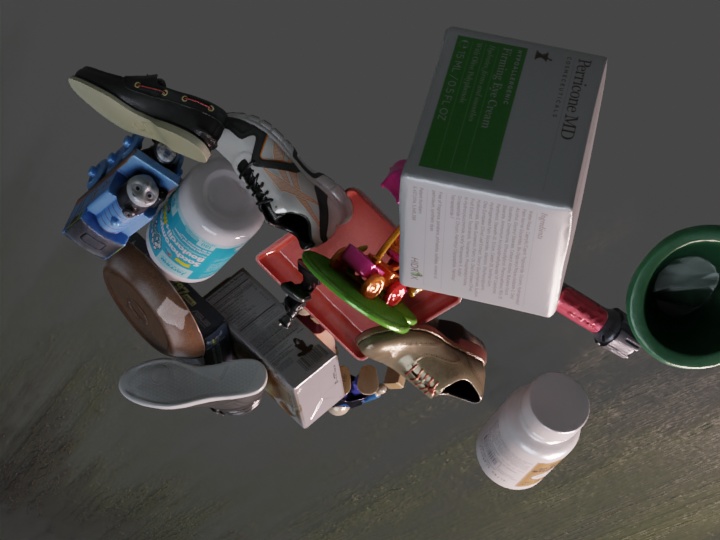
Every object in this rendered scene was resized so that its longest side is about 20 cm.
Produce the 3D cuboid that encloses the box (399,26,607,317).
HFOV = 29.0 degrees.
[{"bbox_3d":[0.142,-0.098,1.409,0.170,0.200,0.200,13,149,8],"label":"box"}]

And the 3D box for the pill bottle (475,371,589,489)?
[{"bbox_3d":[0.243,0.222,1.945,0.114,0.115,0.200,21,149,-4],"label":"pill bottle"}]

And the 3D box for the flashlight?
[{"bbox_3d":[0.259,0.042,1.700,0.199,0.068,0.068,31,144,-17],"label":"flashlight"}]

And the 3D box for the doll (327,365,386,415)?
[{"bbox_3d":[-0.027,0.178,2.060,0.135,0.049,0.200,0,165,-7],"label":"doll"}]

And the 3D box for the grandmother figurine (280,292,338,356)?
[{"bbox_3d":[-0.067,0.073,1.933,0.120,0.061,0.200,5,149,9],"label":"grandmother figurine"}]

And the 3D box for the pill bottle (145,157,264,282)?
[{"bbox_3d":[-0.202,-0.054,1.751,0.110,0.111,0.200,28,148,-15],"label":"pill bottle"}]

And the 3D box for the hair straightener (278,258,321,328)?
[{"bbox_3d":[-0.082,0.030,1.673,0.041,0.077,0.200,36,175,-3],"label":"hair straightener"}]

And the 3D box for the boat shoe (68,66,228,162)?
[{"bbox_3d":[-0.245,-0.192,1.608,0.200,0.063,0.074,24,163,18],"label":"boat shoe"}]

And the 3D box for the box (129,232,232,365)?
[{"bbox_3d":[-0.259,0.060,1.933,0.200,0.051,0.158,42,158,23],"label":"box"}]

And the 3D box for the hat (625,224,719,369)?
[{"bbox_3d":[0.381,0.011,1.634,0.165,0.176,0.201,25,111,-7],"label":"hat"}]

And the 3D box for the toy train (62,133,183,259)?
[{"bbox_3d":[-0.292,-0.094,1.731,0.086,0.115,0.200,32,147,-22],"label":"toy train"}]

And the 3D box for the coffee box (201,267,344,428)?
[{"bbox_3d":[-0.119,0.105,1.901,0.200,0.080,0.115,41,158,28],"label":"coffee box"}]

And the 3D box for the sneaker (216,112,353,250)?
[{"bbox_3d":[-0.103,-0.105,1.623,0.200,0.080,0.074,38,148,-1],"label":"sneaker"}]

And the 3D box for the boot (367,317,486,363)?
[{"bbox_3d":[0.075,0.090,1.881,0.199,0.071,0.146,22,162,17],"label":"boot"}]

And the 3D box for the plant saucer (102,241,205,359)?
[{"bbox_3d":[-0.283,0.045,1.841,0.200,0.037,0.201,41,156,23],"label":"plant saucer"}]

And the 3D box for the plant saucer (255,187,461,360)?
[{"bbox_3d":[0.000,0.000,1.740,0.200,0.037,0.200,45,132,-14],"label":"plant saucer"}]

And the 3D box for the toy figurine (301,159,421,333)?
[{"bbox_3d":[0.057,-0.042,1.593,0.150,0.185,0.200,41,-170,29],"label":"toy figurine"}]

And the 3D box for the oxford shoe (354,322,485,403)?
[{"bbox_3d":[0.082,0.118,1.747,0.199,0.075,0.070,15,145,-31],"label":"oxford shoe"}]

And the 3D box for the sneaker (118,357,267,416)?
[{"bbox_3d":[-0.219,0.163,1.866,0.198,0.071,0.099,-3,156,2],"label":"sneaker"}]

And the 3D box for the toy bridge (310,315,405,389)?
[{"bbox_3d":[0.003,0.084,1.901,0.027,0.068,0.200,-9,141,37],"label":"toy bridge"}]
